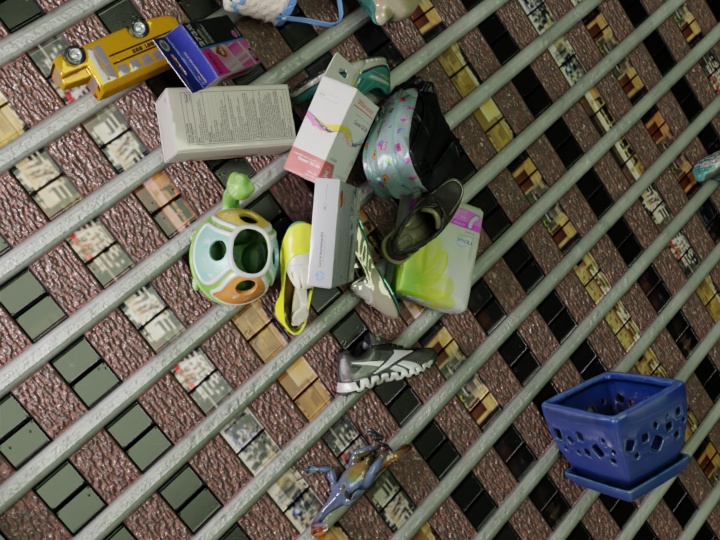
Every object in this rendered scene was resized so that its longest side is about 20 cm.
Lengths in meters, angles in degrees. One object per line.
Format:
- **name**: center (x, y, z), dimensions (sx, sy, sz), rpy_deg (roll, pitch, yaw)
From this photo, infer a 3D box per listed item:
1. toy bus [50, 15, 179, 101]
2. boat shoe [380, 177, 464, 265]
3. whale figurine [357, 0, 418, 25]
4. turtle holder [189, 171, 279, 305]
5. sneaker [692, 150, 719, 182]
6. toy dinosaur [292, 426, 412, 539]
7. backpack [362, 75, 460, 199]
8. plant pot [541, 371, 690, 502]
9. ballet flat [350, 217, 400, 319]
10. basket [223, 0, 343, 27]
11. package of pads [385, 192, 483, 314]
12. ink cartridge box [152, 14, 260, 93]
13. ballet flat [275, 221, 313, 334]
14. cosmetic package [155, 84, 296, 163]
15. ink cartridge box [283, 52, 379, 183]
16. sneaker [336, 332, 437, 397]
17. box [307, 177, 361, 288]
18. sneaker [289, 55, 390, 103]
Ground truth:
- **toy bus**: center (-0.362, -0.320, 1.181), dimensions (0.199, 0.065, 0.079), rpy_deg (-34, 101, -26)
- **boat shoe**: center (0.117, -0.086, 1.320), dimensions (0.073, 0.065, 0.200), rpy_deg (45, 69, -10)
- **whale figurine**: center (0.016, -0.501, 1.347), dimensions (0.199, 0.103, 0.161), rpy_deg (-7, 93, -50)
- **turtle holder**: center (-0.181, -0.040, 1.203), dimensions (0.140, 0.131, 0.187), rpy_deg (31, 72, -19)
- **sneaker**: center (0.834, -0.231, 1.764), dimensions (0.199, 0.077, 0.092), rpy_deg (-27, 101, -25)
- **toy dinosaur**: center (-0.007, 0.359, 1.276), dimensions (0.199, 0.105, 0.183), rpy_deg (26, 94, -34)
- **backpack**: center (0.085, -0.209, 1.332), dimensions (0.167, 0.126, 0.201), rpy_deg (52, 38, -31)
- **plant pot**: center (0.488, 0.312, 1.467), dimensions (0.198, 0.199, 0.182), rpy_deg (-18, 99, -27)
- **ballet flat**: center (0.000, 0.000, 1.330), dimensions (0.069, 0.069, 0.202), rpy_deg (-24, 90, -26)
- **basket**: center (-0.126, -0.495, 1.273), dimensions (0.198, 0.139, 0.179), rpy_deg (-2, 86, -18)
- **package of pads**: center (0.133, -0.034, 1.395), dimensions (0.153, 0.068, 0.202), rpy_deg (17, 78, -23)
- **ink cartridge box**: center (-0.231, -0.337, 1.201), dimensions (0.095, 0.037, 0.200), rpy_deg (54, 30, -9)
- **ballet flat**: center (-0.094, 0.020, 1.214), dimensions (0.066, 0.201, 0.067), rpy_deg (-3, 42, -20)
- **cosmetic package**: center (-0.212, -0.232, 1.233), dimensions (0.198, 0.087, 0.105), rpy_deg (-7, 89, -28)
- **ink cartridge box**: center (-0.037, -0.236, 1.266), dimensions (0.067, 0.116, 0.202), rpy_deg (26, 95, 18)
- **sneaker**: center (0.044, 0.146, 1.331), dimensions (0.198, 0.066, 0.092), rpy_deg (-13, 93, -25)
- **box**: center (-0.038, -0.057, 1.204), dimensions (0.041, 0.200, 0.158), rpy_deg (5, 94, 7)
- **sneaker**: center (-0.027, -0.315, 1.344), dimensions (0.199, 0.077, 0.080), rpy_deg (-20, 102, -27)
